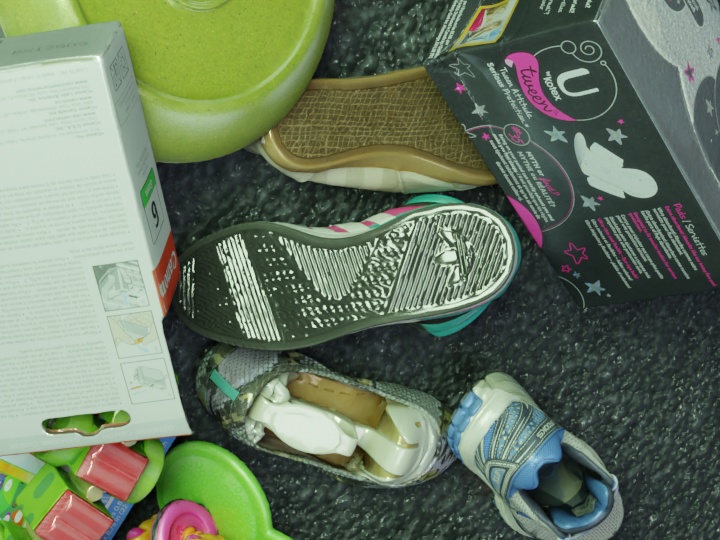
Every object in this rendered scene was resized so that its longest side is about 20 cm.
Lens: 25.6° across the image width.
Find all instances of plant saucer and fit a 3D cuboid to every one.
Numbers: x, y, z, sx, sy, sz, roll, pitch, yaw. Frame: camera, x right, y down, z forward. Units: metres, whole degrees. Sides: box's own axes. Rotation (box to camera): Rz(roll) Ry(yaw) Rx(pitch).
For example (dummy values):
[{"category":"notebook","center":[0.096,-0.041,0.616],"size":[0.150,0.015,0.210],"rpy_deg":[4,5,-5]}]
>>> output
[{"category":"plant saucer","center":[-0.087,-0.155,0.786],"size":[0.198,0.031,0.203],"rpy_deg":[0,90,-35]}]

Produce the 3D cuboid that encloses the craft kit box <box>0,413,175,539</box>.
[{"category":"craft kit box","center":[-0.227,0.118,0.854],"size":[0.197,0.048,0.201],"rpy_deg":[32,93,-36]}]

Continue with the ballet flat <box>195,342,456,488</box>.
[{"category":"ballet flat","center":[-0.007,0.098,0.948],"size":[0.199,0.072,0.073],"rpy_deg":[22,99,-33]}]

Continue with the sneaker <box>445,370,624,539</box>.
[{"category":"sneaker","center":[0.128,0.144,1.014],"size":[0.077,0.085,0.200],"rpy_deg":[-51,139,-1]}]

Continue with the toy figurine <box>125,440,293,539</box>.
[{"category":"toy figurine","center":[-0.110,0.221,0.859],"size":[0.184,0.149,0.202],"rpy_deg":[-32,105,-52]}]

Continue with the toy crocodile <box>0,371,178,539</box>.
[{"category":"toy crocodile","center":[-0.159,0.131,0.834],"size":[0.067,0.062,0.201],"rpy_deg":[34,92,-33]}]

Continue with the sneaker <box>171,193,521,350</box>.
[{"category":"sneaker","center":[0.000,0.000,0.907],"size":[0.197,0.121,0.085],"rpy_deg":[-6,87,15]}]

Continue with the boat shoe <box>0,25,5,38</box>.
[{"category":"boat shoe","center":[-0.133,-0.063,0.814],"size":[0.063,0.071,0.202],"rpy_deg":[-21,116,-19]}]

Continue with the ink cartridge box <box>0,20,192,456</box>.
[{"category":"ink cartridge box","center":[-0.147,-0.011,0.762],"size":[0.108,0.051,0.202],"rpy_deg":[-7,118,8]}]

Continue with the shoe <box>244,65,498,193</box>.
[{"category":"shoe","center":[0.020,-0.081,0.907],"size":[0.198,0.053,0.071],"rpy_deg":[0,82,-32]}]

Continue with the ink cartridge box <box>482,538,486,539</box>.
[{"category":"ink cartridge box","center":[0.074,0.251,0.978],"size":[0.067,0.200,0.116],"rpy_deg":[-31,90,9]}]

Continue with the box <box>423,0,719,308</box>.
[{"category":"box","center":[0.146,-0.097,0.896],"size":[0.201,0.114,0.133],"rpy_deg":[54,45,-33]}]
